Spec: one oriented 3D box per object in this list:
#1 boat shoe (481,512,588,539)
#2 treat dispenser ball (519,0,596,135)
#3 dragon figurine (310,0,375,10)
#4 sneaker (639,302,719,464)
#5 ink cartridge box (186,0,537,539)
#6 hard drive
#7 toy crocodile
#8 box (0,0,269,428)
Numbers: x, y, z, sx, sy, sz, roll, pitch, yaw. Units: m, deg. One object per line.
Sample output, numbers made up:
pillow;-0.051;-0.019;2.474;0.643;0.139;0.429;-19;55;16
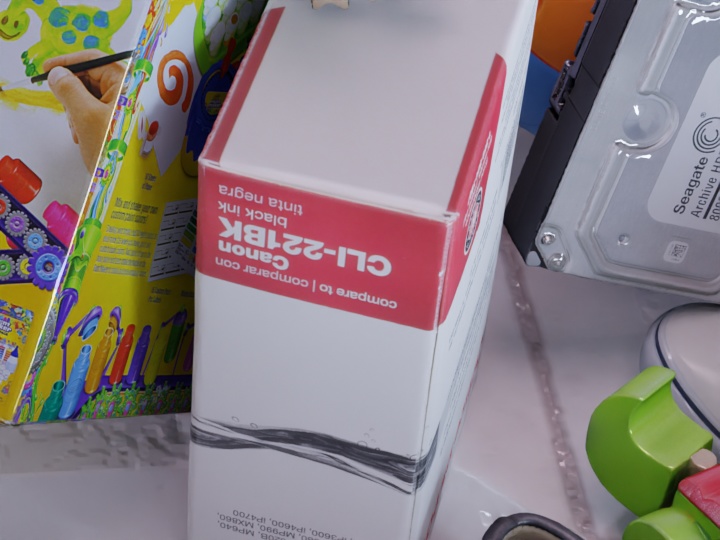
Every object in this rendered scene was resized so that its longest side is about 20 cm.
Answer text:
boat shoe;0.105;0.158;0.754;0.074;0.061;0.200;-24;55;-30
treat dispenser ball;0.120;-0.143;0.947;0.199;0.202;0.202;5;46;-5
dragon figurine;-0.004;-0.144;0.696;0.058;0.200;0.100;-10;73;13
sneaker;0.193;0.059;0.856;0.199;0.071;0.073;31;49;23
ink cartridge box;0.000;0.000;0.793;0.083;0.201;0.145;12;45;8
hard drive;0.168;-0.050;0.876;0.198;0.141;0.038;11;28;-22
toy crocodile;0.150;0.115;0.803;0.067;0.062;0.200;-20;53;-26
box;-0.101;-0.060;0.778;0.121;0.194;0.200;20;2;13
